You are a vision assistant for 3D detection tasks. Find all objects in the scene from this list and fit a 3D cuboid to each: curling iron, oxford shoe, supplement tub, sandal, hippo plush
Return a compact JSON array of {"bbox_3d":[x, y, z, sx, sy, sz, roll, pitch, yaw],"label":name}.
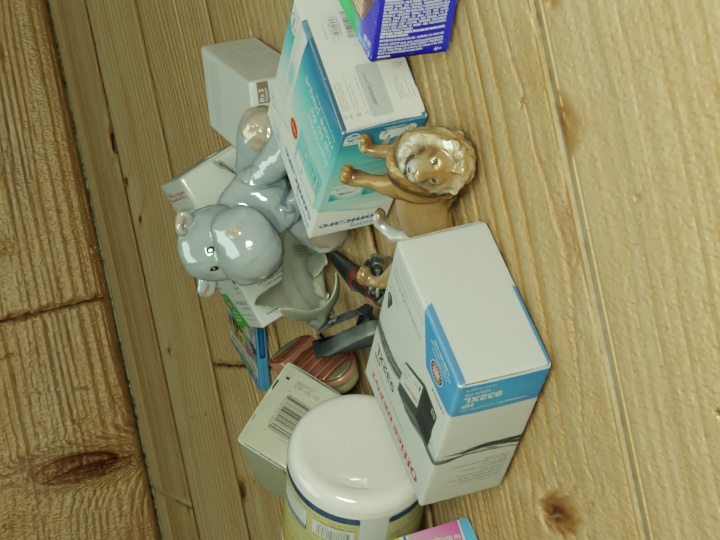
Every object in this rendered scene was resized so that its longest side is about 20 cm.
[{"bbox_3d":[0.000,0.000,1.576,0.200,0.025,0.050,-153,73,-74],"label":"curling iron"},{"bbox_3d":[-0.038,0.120,1.738,0.074,0.071,0.200,55,167,-14],"label":"oxford shoe"},{"bbox_3d":[-0.007,0.237,1.554,0.201,0.143,0.145,97,154,-47],"label":"supplement tub"},{"bbox_3d":[-0.015,0.061,1.572,0.200,0.075,0.043,158,99,-73],"label":"sandal"},{"bbox_3d":[-0.122,-0.069,1.575,0.199,0.161,0.161,9,123,36],"label":"hippo plush"}]

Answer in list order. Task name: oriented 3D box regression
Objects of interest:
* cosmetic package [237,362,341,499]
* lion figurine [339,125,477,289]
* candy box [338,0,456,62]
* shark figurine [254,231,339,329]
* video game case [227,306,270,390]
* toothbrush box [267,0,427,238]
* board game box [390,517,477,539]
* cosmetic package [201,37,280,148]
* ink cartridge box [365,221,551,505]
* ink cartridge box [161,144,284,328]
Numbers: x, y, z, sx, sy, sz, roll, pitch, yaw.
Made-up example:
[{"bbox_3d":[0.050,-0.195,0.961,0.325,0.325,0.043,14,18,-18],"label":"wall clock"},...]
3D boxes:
[{"bbox_3d":[-0.069,0.186,1.686,0.073,0.104,0.200,30,165,14],"label":"cosmetic package"},{"bbox_3d":[0.051,-0.047,1.302,0.122,0.073,0.201,15,143,26],"label":"lion figurine"},{"bbox_3d":[0.021,-0.296,1.207,0.201,0.076,0.170,99,153,-48],"label":"candy box"},{"bbox_3d":[-0.071,0.029,1.678,0.215,0.089,0.129,-108,10,-60],"label":"shark figurine"},{"bbox_3d":[-0.159,0.045,2.125,0.143,0.018,0.202,-128,31,-54],"label":"video game case"},{"bbox_3d":[-0.017,-0.144,1.424,0.200,0.085,0.148,112,142,-63],"label":"toothbrush box"},{"bbox_3d":[0.009,0.316,1.464,0.154,0.198,0.041,97,153,-49],"label":"board game box"},{"bbox_3d":[-0.117,-0.192,1.734,0.200,0.073,0.103,-138,39,-60],"label":"cosmetic package"},{"bbox_3d":[0.075,0.081,1.283,0.201,0.083,0.146,102,150,-54],"label":"ink cartridge box"},{"bbox_3d":[-0.145,-0.039,1.819,0.201,0.083,0.146,62,165,-7],"label":"ink cartridge box"}]
